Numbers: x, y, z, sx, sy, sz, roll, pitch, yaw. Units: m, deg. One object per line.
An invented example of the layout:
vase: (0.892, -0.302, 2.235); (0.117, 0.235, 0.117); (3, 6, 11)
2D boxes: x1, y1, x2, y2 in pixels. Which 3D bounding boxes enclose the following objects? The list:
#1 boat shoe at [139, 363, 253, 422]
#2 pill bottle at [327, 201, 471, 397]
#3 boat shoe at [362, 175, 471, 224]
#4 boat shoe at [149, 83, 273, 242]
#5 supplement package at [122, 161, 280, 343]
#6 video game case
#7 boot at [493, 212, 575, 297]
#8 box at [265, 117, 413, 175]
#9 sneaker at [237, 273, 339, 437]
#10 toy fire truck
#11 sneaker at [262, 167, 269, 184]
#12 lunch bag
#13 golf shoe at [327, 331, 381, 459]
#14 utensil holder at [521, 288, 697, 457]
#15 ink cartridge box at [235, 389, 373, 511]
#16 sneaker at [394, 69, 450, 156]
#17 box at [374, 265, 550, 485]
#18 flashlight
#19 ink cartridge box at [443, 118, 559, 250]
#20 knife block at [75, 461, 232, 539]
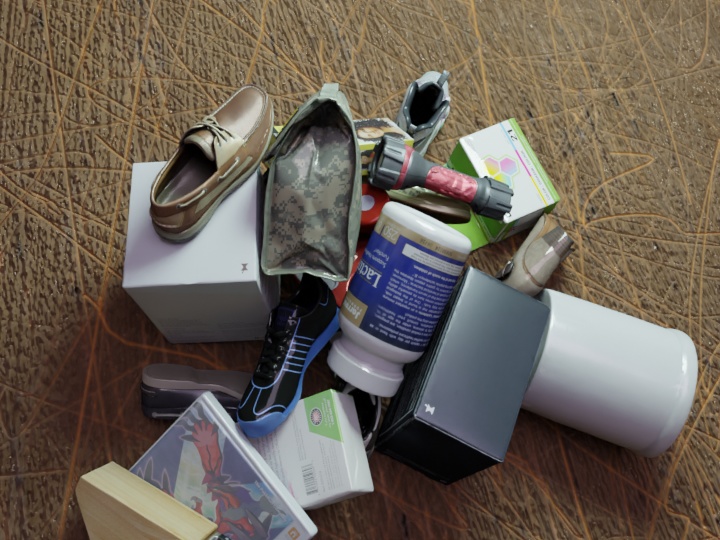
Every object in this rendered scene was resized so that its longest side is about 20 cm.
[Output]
boat shoe: (-0.177, 0.165, 0.971); (0.195, 0.073, 0.064); (11, 103, -12)
pill bottle: (0.041, 0.034, 0.905); (0.113, 0.116, 0.204); (23, 99, -2)
boat shoe: (0.067, -0.117, 1.102); (0.195, 0.073, 0.064); (18, 81, 8)
boat shoe: (-0.157, -0.125, 0.835); (0.074, 0.072, 0.203); (24, 70, 12)
supplement package: (-0.181, -0.017, 0.940); (0.147, 0.201, 0.155); (-3, 67, 1)
video game case: (-0.173, 0.275, 0.883); (0.182, 0.023, 0.201); (-44, 80, 12)
boot: (0.233, -0.005, 1.103); (0.146, 0.200, 0.070); (-45, 86, 12)
box: (-0.029, -0.163, 1.047); (0.196, 0.051, 0.075); (-12, 40, -31)
sneaker: (-0.092, 0.092, 0.907); (0.069, 0.079, 0.202); (6, 51, 33)
toy fire truck: (0.000, 0.000, 1.029); (0.166, 0.113, 0.201); (-34, 60, -8)
sneaker: (-0.085, -0.125, 1.082); (0.074, 0.088, 0.199); (44, 66, 7)
lunch bag: (-0.052, -0.108, 0.890); (0.114, 0.164, 0.206); (5, 105, -1)
golf shoe: (0.000, 0.136, 0.995); (0.075, 0.095, 0.205); (0, 67, -11)
utensil holder: (0.311, 0.133, 1.030); (0.195, 0.171, 0.174); (18, 65, -2)
ink cartridge box: (-0.094, 0.230, 0.921); (0.196, 0.067, 0.120); (-21, 70, 18)
sneaker: (0.104, -0.253, 1.142); (0.076, 0.141, 0.203); (24, 58, -3)
box: (0.122, 0.138, 0.964); (0.121, 0.199, 0.203); (25, 65, -1)
flashlight: (0.108, -0.116, 1.026); (0.195, 0.068, 0.069); (17, 65, -14)
ink cartridge box: (0.169, -0.115, 1.143); (0.196, 0.076, 0.150); (-22, 75, -20)
knife block: (-0.200, 0.293, 0.847); (0.172, 0.064, 0.205); (-21, 86, 14)
